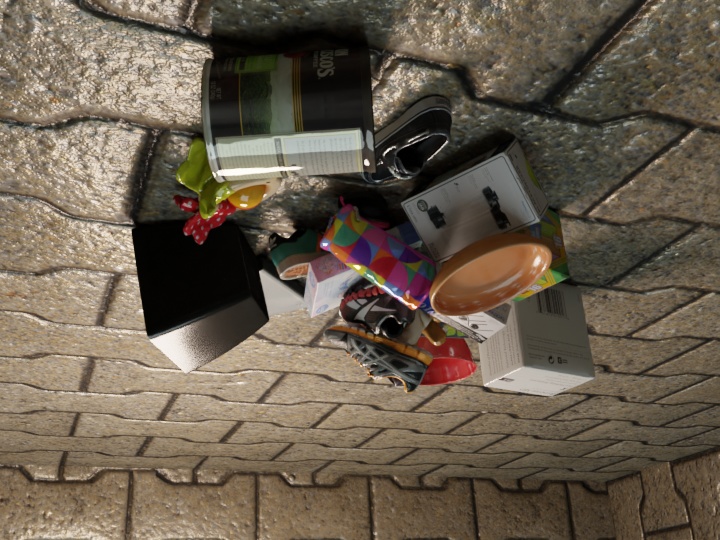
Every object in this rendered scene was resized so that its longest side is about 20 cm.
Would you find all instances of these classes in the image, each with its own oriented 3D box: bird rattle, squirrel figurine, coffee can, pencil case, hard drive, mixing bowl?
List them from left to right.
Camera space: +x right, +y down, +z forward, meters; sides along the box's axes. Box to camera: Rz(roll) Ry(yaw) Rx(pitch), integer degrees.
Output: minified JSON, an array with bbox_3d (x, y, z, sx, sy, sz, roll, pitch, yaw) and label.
[{"bbox_3d":[-0.193,-0.108,1.238,0.159,0.115,0.201,-16,161,-13],"label":"bird rattle"},{"bbox_3d":[-0.197,0.036,1.623,0.136,0.034,0.200,-13,153,21],"label":"hard drive"},{"bbox_3d":[-0.081,-0.187,1.009,0.194,0.150,0.147,-4,156,2],"label":"coffee can"},{"bbox_3d":[0.028,-0.024,1.299,0.198,0.089,0.089,35,150,-2],"label":"pencil case"},{"bbox_3d":[0.100,0.058,1.587,0.198,0.185,0.144,27,144,45],"label":"squirrel figurine"},{"bbox_3d":[0.161,0.178,1.885,0.194,0.111,0.201,-3,157,-1],"label":"mixing bowl"}]

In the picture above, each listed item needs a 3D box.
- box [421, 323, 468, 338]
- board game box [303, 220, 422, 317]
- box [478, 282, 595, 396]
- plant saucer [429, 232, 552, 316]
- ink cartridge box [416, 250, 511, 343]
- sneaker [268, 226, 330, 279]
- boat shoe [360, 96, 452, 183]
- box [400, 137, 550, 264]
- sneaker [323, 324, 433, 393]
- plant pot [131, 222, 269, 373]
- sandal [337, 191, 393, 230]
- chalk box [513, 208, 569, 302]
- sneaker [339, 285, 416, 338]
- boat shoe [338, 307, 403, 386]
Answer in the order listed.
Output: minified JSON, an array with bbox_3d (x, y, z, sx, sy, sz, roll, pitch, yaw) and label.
[{"bbox_3d":[0.118,0.103,1.735,0.194,0.036,0.110,3,-165,-13],"label":"box"},{"bbox_3d":[0.000,0.000,1.453,0.195,0.044,0.201,-23,165,-14],"label":"board game box"},{"bbox_3d":[0.349,0.131,1.694,0.195,0.205,0.130,11,152,-30],"label":"box"},{"bbox_3d":[0.193,0.003,1.265,0.195,0.038,0.201,-17,153,-9],"label":"plant saucer"},{"bbox_3d":[0.152,0.048,1.442,0.197,0.045,0.094,29,148,-7],"label":"ink cartridge box"},{"bbox_3d":[-0.075,-0.040,1.441,0.197,0.081,0.071,-7,155,-48],"label":"sneaker"},{"bbox_3d":[0.062,-0.163,1.176,0.070,0.069,0.199,13,151,-32],"label":"boat shoe"},{"bbox_3d":[0.172,-0.101,1.261,0.198,0.118,0.060,-24,-167,38],"label":"box"},{"bbox_3d":[0.023,0.146,1.437,0.196,0.079,0.078,19,-179,16],"label":"sneaker"},{"bbox_3d":[-0.263,0.029,1.431,0.173,0.204,0.200,-17,155,1],"label":"plant pot"},{"bbox_3d":[0.019,-0.075,1.392,0.073,0.046,0.200,-10,155,16],"label":"sandal"},{"bbox_3d":[0.234,-0.045,1.387,0.197,0.127,0.123,16,149,-37],"label":"chalk box"},{"bbox_3d":[0.029,0.071,1.417,0.069,0.101,0.199,2,164,-35],"label":"sneaker"},{"bbox_3d":[0.022,0.130,1.515,0.064,0.200,0.073,-35,152,-25],"label":"boat shoe"}]
